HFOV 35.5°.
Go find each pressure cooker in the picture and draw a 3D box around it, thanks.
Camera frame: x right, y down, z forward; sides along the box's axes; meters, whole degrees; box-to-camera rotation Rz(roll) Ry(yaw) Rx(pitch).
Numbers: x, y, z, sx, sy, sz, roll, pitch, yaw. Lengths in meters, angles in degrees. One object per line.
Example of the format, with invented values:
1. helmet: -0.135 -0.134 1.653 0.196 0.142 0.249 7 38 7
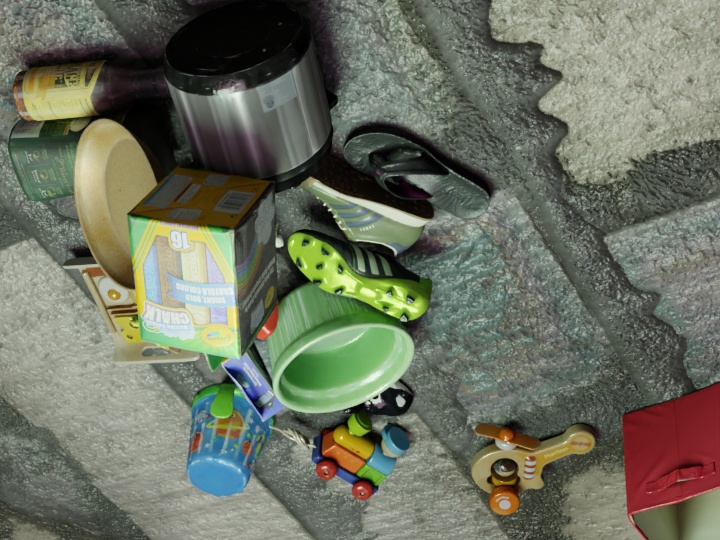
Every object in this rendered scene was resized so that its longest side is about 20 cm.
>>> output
1. pressure cooker: -0.122 -0.178 1.273 0.172 0.180 0.202 -5 131 12

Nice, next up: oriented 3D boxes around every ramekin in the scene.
1. ramekin: -0.034 0.095 1.517 0.197 0.099 0.201 -14 145 -10

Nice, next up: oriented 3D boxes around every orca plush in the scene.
1. orca plush: -0.012 0.170 1.643 0.199 0.072 0.105 40 127 -24

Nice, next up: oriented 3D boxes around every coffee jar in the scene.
1. coffee jar: -0.330 -0.147 1.405 0.196 0.086 0.106 -3 124 14

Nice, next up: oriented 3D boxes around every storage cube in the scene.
1. storage cube: 0.485 0.299 1.591 0.169 0.182 0.200 -25 125 29

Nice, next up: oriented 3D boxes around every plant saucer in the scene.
1. plant saucer: -0.270 -0.078 1.314 0.198 0.035 0.204 19 116 44

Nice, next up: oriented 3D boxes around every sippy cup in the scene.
1. sippy cup: -0.208 0.269 1.731 0.138 0.132 0.178 -20 126 27

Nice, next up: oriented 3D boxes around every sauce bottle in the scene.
1. sauce bottle: -0.318 -0.220 1.353 0.196 0.067 0.067 -5 132 12

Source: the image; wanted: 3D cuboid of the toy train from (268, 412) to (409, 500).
1. toy train: -0.029 0.256 1.725 0.198 0.085 0.116 33 119 -19

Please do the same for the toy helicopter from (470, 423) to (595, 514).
1. toy helicopter: 0.258 0.274 1.702 0.197 0.079 0.133 -24 116 16

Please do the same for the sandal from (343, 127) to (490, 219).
1. sandal: 0.071 -0.115 1.382 0.198 0.048 0.076 23 132 -11

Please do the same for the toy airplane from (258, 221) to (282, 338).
1. toy airplane: -0.177 -0.029 1.460 0.199 0.140 0.202 27 136 41

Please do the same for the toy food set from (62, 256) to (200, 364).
1. toy food set: -0.324 0.057 1.608 0.141 0.061 0.202 -4 131 14

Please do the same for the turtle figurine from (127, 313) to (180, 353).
1. turtle figurine: -0.216 0.005 1.357 0.199 0.064 0.163 35 97 21

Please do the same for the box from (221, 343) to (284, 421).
1. box: -0.165 0.117 1.544 0.041 0.200 0.120 -33 125 -3

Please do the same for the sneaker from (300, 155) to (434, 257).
1. sneaker: -0.013 -0.076 1.420 0.197 0.068 0.090 21 129 -12

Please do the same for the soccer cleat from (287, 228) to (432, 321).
1. soccer cleat: 0.000 0.000 1.447 0.198 0.081 0.068 27 122 5

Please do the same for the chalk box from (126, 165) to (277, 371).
1. chalk box: -0.166 0.009 1.222 0.122 0.125 0.203 10 121 14
